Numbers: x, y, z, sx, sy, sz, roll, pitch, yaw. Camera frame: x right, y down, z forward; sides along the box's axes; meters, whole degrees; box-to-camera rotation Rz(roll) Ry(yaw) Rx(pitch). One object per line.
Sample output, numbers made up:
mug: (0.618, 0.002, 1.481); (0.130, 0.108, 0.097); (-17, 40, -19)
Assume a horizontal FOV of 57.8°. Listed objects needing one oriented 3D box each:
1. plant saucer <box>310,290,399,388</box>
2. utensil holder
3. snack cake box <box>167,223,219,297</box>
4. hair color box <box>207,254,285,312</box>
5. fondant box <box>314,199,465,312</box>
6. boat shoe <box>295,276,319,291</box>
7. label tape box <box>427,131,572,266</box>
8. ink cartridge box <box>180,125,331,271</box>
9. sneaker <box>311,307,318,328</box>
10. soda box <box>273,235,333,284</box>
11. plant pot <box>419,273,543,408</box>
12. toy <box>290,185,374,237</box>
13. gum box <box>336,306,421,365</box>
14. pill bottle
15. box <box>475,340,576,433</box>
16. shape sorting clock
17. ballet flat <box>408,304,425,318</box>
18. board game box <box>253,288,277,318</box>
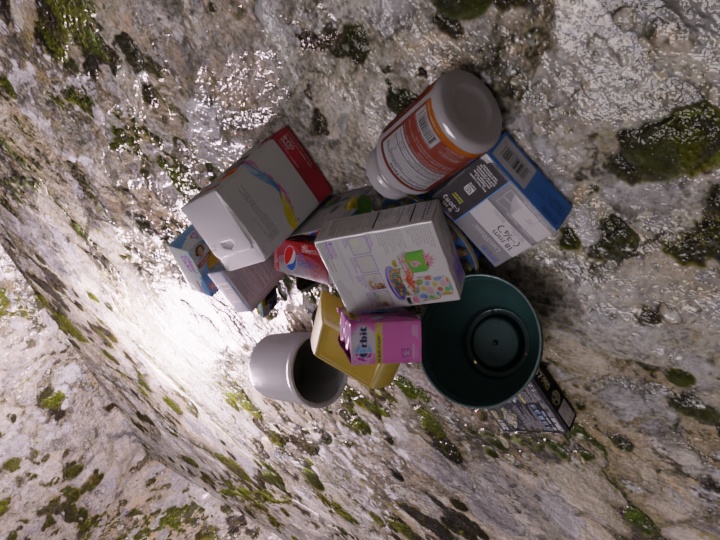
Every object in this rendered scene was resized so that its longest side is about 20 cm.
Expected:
plant saucer: (-0.015, 0.154, 1.298); (0.197, 0.049, 0.202); (29, 144, 8)
utensil holder: (-0.151, 0.228, 1.540); (0.198, 0.170, 0.171); (-6, 125, 49)
snack cake box: (-0.278, -0.061, 1.312); (0.066, 0.201, 0.117); (13, 139, 32)
hair color box: (-0.192, -0.024, 1.267); (0.060, 0.201, 0.100); (-6, 126, 46)
fondant box: (0.046, -0.017, 1.002); (0.196, 0.059, 0.146); (-7, 125, 28)
boat shoe: (-0.081, -0.015, 1.287); (0.071, 0.066, 0.201); (40, 146, 1)
label tape box: (0.183, -0.085, 0.950); (0.144, 0.063, 0.200); (45, 146, -5)
ink cartridge box: (-0.182, -0.122, 1.148); (0.144, 0.201, 0.146); (-13, 120, 50)
sneaker: (-0.004, 0.135, 1.387); (0.199, 0.076, 0.115); (42, 140, -16)
soda box: (-0.082, -0.023, 1.164); (0.198, 0.069, 0.065); (13, 108, 54)
plant pot: (0.206, 0.114, 1.051); (0.197, 0.205, 0.133); (19, -178, 28)
toy: (-0.051, -0.087, 1.131); (0.198, 0.115, 0.048); (-14, 118, 50)
gum box: (0.026, 0.101, 1.088); (0.200, 0.111, 0.068); (-150, 58, -80)
pill bottle: (0.092, -0.175, 0.898); (0.112, 0.113, 0.199); (47, 146, -9)
box: (0.279, 0.214, 1.200); (0.160, 0.049, 0.201); (-18, 115, 50)
shape sorting clock: (0.109, -0.048, 1.063); (0.198, 0.039, 0.201); (35, 156, 18)
ballet flat: (0.113, 0.045, 1.168); (0.198, 0.068, 0.076); (35, 137, 17)
board game box: (-0.274, -0.004, 1.503); (0.163, 0.057, 0.202); (31, 145, 19)
